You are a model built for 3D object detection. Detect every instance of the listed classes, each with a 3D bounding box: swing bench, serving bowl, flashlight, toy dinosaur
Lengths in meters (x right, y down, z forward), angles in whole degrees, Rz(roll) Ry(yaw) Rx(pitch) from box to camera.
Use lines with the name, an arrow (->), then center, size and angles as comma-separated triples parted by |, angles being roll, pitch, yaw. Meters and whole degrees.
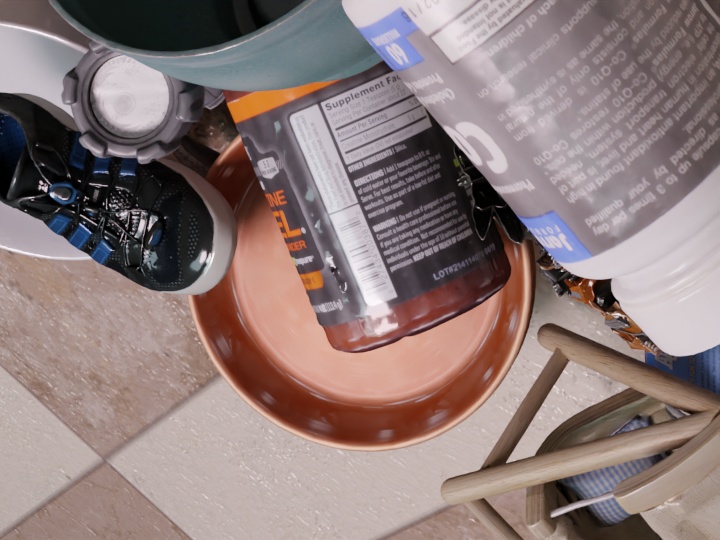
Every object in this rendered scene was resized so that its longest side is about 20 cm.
swing bench -> 0.189, 0.133, 1.169 | 0.199, 0.130, 0.199 | 46, 153, -25
serving bowl -> -0.196, -0.097, 1.350 | 0.199, 0.066, 0.201 | 9, 139, 8
flashlight -> -0.100, -0.099, 1.152 | 0.067, 0.200, 0.068 | 5, 100, 7
toy dinosaur -> 0.090, -0.044, 1.111 | 0.199, 0.102, 0.136 | 32, 173, 11

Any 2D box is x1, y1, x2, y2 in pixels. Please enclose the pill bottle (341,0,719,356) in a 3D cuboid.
pill bottle -> 0.095, -0.070, 0.887 | 0.200, 0.114, 0.114 | 48, 148, -13

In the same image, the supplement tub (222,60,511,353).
supplement tub -> -0.004, -0.066, 1.144 | 0.107, 0.107, 0.201 | -16, 98, 54

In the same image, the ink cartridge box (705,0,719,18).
ink cartridge box -> 0.163, -0.144, 0.913 | 0.145, 0.088, 0.201 | 8, 136, 42

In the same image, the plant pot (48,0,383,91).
plant pot -> -0.038, -0.166, 1.023 | 0.199, 0.201, 0.134 | 19, 171, 30

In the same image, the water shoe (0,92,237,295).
water shoe -> -0.158, -0.039, 1.231 | 0.199, 0.079, 0.072 | 27, 108, 32

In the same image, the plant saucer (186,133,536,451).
plant saucer -> 0.000, 0.000, 1.230 | 0.199, 0.032, 0.202 | 3, 103, 15

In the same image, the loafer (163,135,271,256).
loafer -> -0.028, -0.027, 1.291 | 0.199, 0.072, 0.063 | 36, 109, -5

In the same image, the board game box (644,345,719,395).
board game box -> 0.191, 0.002, 1.137 | 0.102, 0.019, 0.201 | 21, 145, 25
